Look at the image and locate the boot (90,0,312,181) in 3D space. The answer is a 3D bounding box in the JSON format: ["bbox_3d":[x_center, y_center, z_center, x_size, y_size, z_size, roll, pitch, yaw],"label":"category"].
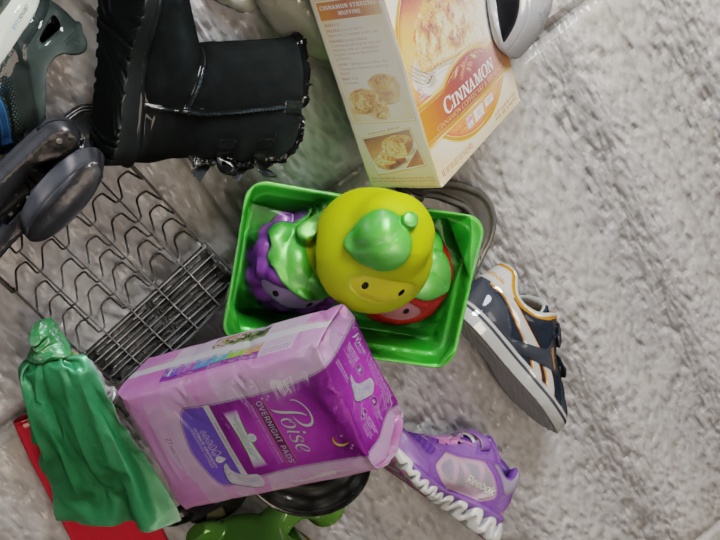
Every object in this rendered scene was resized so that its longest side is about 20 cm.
[{"bbox_3d":[-0.110,-0.160,0.806,0.162,0.073,0.199,-5,118,-37],"label":"boot"}]

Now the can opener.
[{"bbox_3d":[-0.266,-0.031,0.772,0.200,0.079,0.063,-39,112,6],"label":"can opener"}]

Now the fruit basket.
[{"bbox_3d":[0.000,0.000,0.864,0.215,0.216,0.156,5,106,-26],"label":"fruit basket"}]

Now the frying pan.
[{"bbox_3d":[-0.072,0.186,0.946,0.115,0.031,0.190,39,109,-12],"label":"frying pan"}]

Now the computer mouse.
[{"bbox_3d":[0.130,-0.275,0.884,0.110,0.044,0.201,-31,115,-55],"label":"computer mouse"}]

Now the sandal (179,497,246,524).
[{"bbox_3d":[-0.117,0.139,0.967,0.080,0.057,0.201,12,118,-34],"label":"sandal"}]

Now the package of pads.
[{"bbox_3d":[-0.078,0.110,0.845,0.199,0.076,0.121,-16,113,26],"label":"package of pads"}]

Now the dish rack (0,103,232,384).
[{"bbox_3d":[-0.205,-0.011,0.868,0.153,0.055,0.200,-42,122,-4],"label":"dish rack"}]

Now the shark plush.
[{"bbox_3d":[-0.024,-0.217,0.868,0.200,0.091,0.084,35,62,-26],"label":"shark plush"}]

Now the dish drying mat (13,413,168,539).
[{"bbox_3d":[-0.230,0.195,0.954,0.077,0.018,0.201,-25,117,-15],"label":"dish drying mat"}]

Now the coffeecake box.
[{"bbox_3d":[0.044,-0.190,0.863,0.154,0.073,0.201,-47,128,-42],"label":"coffeecake box"}]

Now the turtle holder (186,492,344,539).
[{"bbox_3d":[-0.089,0.286,1.000,0.132,0.140,0.186,31,57,-50],"label":"turtle holder"}]

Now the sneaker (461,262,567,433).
[{"bbox_3d":[0.164,0.077,1.055,0.079,0.078,0.200,-47,127,-12],"label":"sneaker"}]

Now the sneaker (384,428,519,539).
[{"bbox_3d":[0.089,0.189,1.069,0.200,0.080,0.089,40,83,-36],"label":"sneaker"}]

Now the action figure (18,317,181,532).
[{"bbox_3d":[-0.223,0.123,0.874,0.118,0.055,0.201,-6,123,12],"label":"action figure"}]

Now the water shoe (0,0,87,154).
[{"bbox_3d":[-0.268,-0.105,0.791,0.079,0.071,0.201,27,97,-32],"label":"water shoe"}]

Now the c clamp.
[{"bbox_3d":[0.037,0.000,0.997,0.170,0.027,0.201,25,98,-30],"label":"c clamp"}]
